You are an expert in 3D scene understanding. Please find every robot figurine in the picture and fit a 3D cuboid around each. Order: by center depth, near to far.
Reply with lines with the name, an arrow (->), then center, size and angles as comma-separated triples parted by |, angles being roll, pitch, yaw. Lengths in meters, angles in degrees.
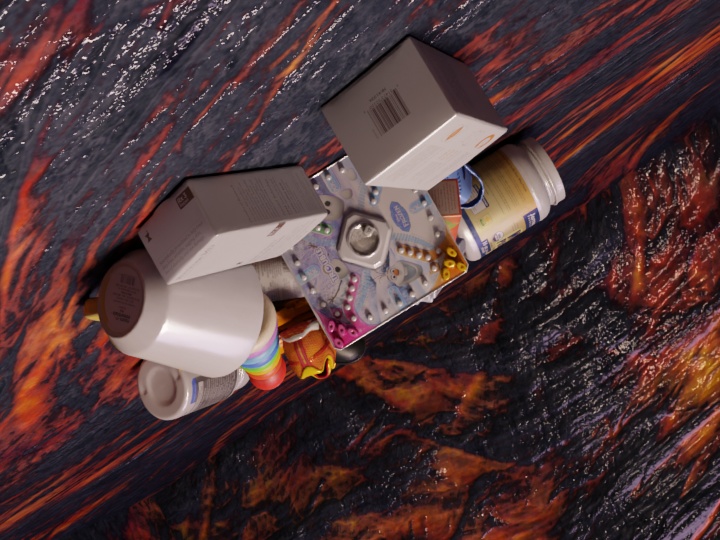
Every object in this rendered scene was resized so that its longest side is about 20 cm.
robot figurine -> -0.095, 0.055, 1.336 | 0.197, 0.058, 0.146 | -26, 145, -20

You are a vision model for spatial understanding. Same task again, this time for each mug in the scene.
mug -> -0.225, 0.052, 1.086 | 0.186, 0.151, 0.152 | -41, 151, 25

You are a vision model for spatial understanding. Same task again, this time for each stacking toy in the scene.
stacking toy -> -0.132, 0.101, 1.233 | 0.084, 0.086, 0.201 | -29, 154, -7

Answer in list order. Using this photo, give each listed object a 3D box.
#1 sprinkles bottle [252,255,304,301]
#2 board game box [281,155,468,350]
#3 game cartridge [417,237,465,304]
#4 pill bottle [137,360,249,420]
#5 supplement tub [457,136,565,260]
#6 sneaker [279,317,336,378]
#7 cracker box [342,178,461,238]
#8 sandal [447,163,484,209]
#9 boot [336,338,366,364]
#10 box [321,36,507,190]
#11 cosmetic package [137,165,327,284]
sprinkles bottle -> -0.119, 0.008, 1.223 | 0.195, 0.070, 0.068 | -8, 168, -5
board game box -> 0.005, -0.038, 1.172 | 0.198, 0.202, 0.026 | -31, 180, -1
game cartridge -> 0.064, -0.008, 1.347 | 0.130, 0.041, 0.200 | 1, -159, 20
pill bottle -> -0.278, 0.178, 1.632 | 0.113, 0.115, 0.199 | -36, 169, 27
supplement tub -> 0.237, -0.125, 1.633 | 0.198, 0.146, 0.144 | -31, 170, 1
sneaker -> -0.062, 0.102, 1.250 | 0.072, 0.079, 0.200 | -18, -179, 13
cracker box -> 0.030, -0.064, 1.268 | 0.195, 0.059, 0.134 | -4, 159, -2
sandal -> 0.132, -0.134, 1.410 | 0.080, 0.087, 0.199 | -50, 165, 22
boot -> -0.085, 0.098, 1.642 | 0.163, 0.195, 0.075 | 86, 27, -76
box -> 0.065, -0.165, 1.045 | 0.124, 0.099, 0.199 | -35, 169, 21
cosmetic package -> -0.136, -0.054, 1.051 | 0.101, 0.075, 0.199 | -38, 169, 34
